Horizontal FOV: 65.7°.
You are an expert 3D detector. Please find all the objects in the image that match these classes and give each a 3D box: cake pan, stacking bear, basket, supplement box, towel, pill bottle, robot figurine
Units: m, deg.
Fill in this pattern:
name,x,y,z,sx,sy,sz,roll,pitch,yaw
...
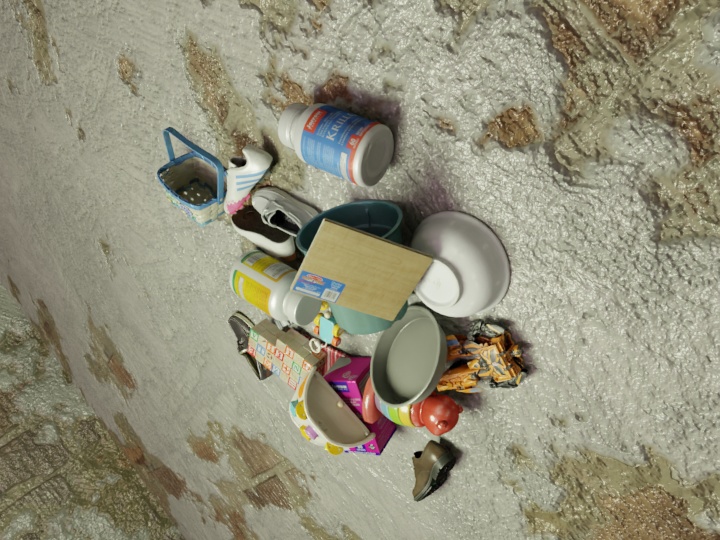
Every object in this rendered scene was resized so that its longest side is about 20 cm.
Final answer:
name,x,y,z,sx,sy,sz,roll,pitch,yaw
cake pan,0.095,0.169,1.084,0.037,0.202,0.200,23,148,-32
stacking bear,0.112,0.275,1.141,0.199,0.121,0.115,12,116,43
basket,-0.374,-0.210,1.274,0.176,0.139,0.201,35,142,19
supplement box,-0.003,0.310,1.281,0.100,0.103,0.202,-7,109,31
towel,-0.103,0.235,1.390,0.199,0.022,0.146,20,124,30
pill bottle,-0.181,0.040,1.208,0.199,0.112,0.114,26,129,32
pill bottle,-0.049,-0.232,0.997,0.199,0.112,0.113,26,129,26
robot figurine,0.215,0.170,1.046,0.199,0.058,0.146,-21,101,46

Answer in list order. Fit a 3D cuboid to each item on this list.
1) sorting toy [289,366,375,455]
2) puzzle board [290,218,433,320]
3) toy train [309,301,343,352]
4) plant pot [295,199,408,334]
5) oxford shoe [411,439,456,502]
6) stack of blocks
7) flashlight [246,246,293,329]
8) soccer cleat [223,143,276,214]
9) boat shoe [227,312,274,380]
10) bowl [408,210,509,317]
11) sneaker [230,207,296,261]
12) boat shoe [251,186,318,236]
name,x,y,z,sx,sy,sz,roll,pitch,yaw
sorting toy,-0.096,0.338,1.241,0.200,0.107,0.180,48,147,0
puzzle board,0.001,0.003,0.932,0.198,0.017,0.151,18,124,-19
toy train,-0.103,0.084,1.280,0.150,0.055,0.201,-19,98,47
plant pot,0.000,0.000,1.050,0.199,0.200,0.197,11,129,36
oxford shoe,0.154,0.455,1.275,0.084,0.072,0.201,45,135,33
stack of blocks,-0.186,0.205,1.384,0.199,0.058,0.116,33,129,21
flashlight,-0.213,0.041,1.344,0.068,0.068,0.201,-26,92,55
soccer cleat,-0.263,-0.203,1.221,0.086,0.070,0.200,34,133,-20
boat shoe,-0.302,0.208,1.515,0.201,0.065,0.072,55,138,1
bowl,0.153,0.005,0.980,0.200,0.090,0.203,20,126,31
sneaker,-0.223,-0.075,1.273,0.199,0.073,0.085,32,152,35
boat shoe,-0.175,-0.121,1.204,0.199,0.068,0.072,31,133,27
